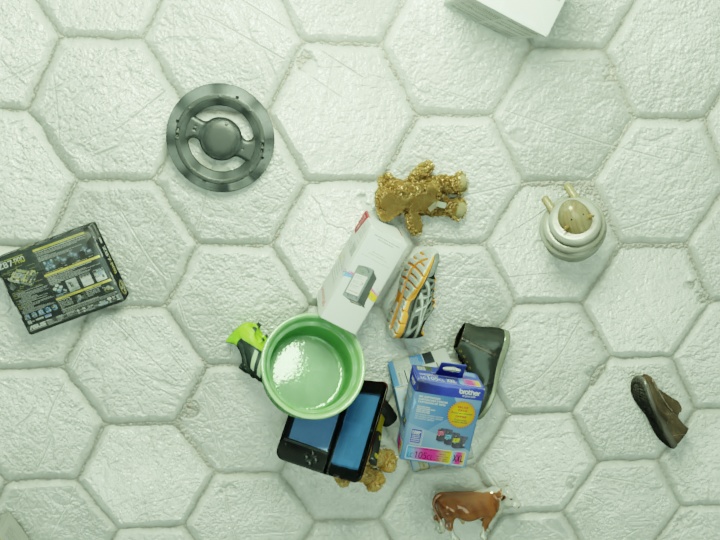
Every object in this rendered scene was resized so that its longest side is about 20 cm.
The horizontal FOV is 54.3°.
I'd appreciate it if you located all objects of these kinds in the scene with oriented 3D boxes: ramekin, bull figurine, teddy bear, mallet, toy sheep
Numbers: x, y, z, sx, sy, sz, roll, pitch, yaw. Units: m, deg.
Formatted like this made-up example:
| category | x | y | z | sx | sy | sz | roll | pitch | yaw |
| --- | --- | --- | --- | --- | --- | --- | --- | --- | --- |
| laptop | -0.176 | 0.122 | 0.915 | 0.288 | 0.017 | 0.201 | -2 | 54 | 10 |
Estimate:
| category | x | y | z | sx | sy | sz | roll | pitch | yaw |
| --- | --- | --- | --- | --- | --- | --- | --- | --- | --- |
| ramekin | -0.098 | 0.191 | 1.352 | 0.199 | 0.098 | 0.201 | 4 | 71 | -13 |
| bull figurine | 0.256 | 0.539 | 1.574 | 0.199 | 0.065 | 0.122 | 2 | 99 | -4 |
| teddy bear | 0.120 | -0.144 | 1.371 | 0.199 | 0.067 | 0.146 | -19 | 117 | -6 |
| teddy bear | -0.013 | 0.395 | 1.498 | 0.145 | 0.067 | 0.200 | -37 | 106 | 3 |
| mallet | 0.032 | 0.319 | 1.425 | 0.041 | 0.200 | 0.066 | -32 | 97 | 18 |
| toy sheep | 0.410 | -0.082 | 1.363 | 0.137 | 0.200 | 0.139 | -6 | 70 | 17 |

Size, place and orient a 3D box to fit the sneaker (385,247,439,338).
| category | x | y | z | sx | sy | sz | roll | pitch | yaw |
| --- | --- | --- | --- | --- | --- | --- | --- | --- | --- |
| sneaker | 0.119 | 0.049 | 1.421 | 0.077 | 0.078 | 0.201 | 14 | 108 | -23 |

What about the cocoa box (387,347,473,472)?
| category | x | y | z | sx | sy | sz | roll | pitch | yaw |
| --- | --- | --- | --- | --- | --- | --- | --- | --- | --- |
| cocoa box | 0.142 | 0.287 | 1.456 | 0.130 | 0.133 | 0.201 | -13 | 107 | -1 |

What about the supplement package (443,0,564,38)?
| category | x | y | z | sx | sy | sz | roll | pitch | yaw |
| --- | --- | --- | --- | --- | --- | --- | --- | --- | --- |
| supplement package | 0.258 | -0.500 | 1.200 | 0.150 | 0.200 | 0.152 | 23 | 103 | -12 |

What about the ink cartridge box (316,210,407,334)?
| category | x | y | z | sx | sy | sz | roll | pitch | yaw |
| --- | --- | --- | --- | --- | --- | --- | --- | --- | --- |
| ink cartridge box | 0.000 | 0.000 | 1.351 | 0.085 | 0.148 | 0.201 | 26 | 103 | -12 |

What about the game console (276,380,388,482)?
| category | x | y | z | sx | sy | sz | roll | pitch | yaw |
| --- | --- | --- | --- | --- | --- | --- | --- | --- | --- |
| game console | -0.058 | 0.298 | 1.398 | 0.171 | 0.119 | 0.201 | 19 | 71 | -2 |

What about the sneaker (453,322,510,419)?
| category | x | y | z | sx | sy | sz | roll | pitch | yaw |
| --- | --- | --- | --- | --- | --- | --- | --- | --- | --- |
| sneaker | 0.236 | 0.209 | 1.480 | 0.106 | 0.075 | 0.201 | 14 | 96 | -5 |

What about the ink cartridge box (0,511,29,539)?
| category | x | y | z | sx | sy | sz | roll | pitch | yaw |
| --- | --- | --- | --- | --- | --- | --- | --- | --- | --- |
| ink cartridge box | -0.778 | 0.633 | 1.436 | 0.146 | 0.200 | 0.145 | -22 | 109 | 1 |

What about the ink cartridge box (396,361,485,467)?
| category | x | y | z | sx | sy | sz | roll | pitch | yaw |
| --- | --- | --- | --- | --- | --- | --- | --- | --- | --- |
| ink cartridge box | 0.153 | 0.263 | 1.342 | 0.136 | 0.076 | 0.201 | 9 | 102 | -7 |

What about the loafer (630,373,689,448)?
| category | x | y | z | sx | sy | sz | roll | pitch | yaw |
| --- | --- | --- | --- | --- | --- | --- | --- | --- | --- |
| loafer | 0.661 | 0.298 | 1.549 | 0.071 | 0.073 | 0.201 | -35 | 112 | -6 |

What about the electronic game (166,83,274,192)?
| category | x | y | z | sx | sy | sz | roll | pitch | yaw |
| --- | --- | --- | --- | --- | --- | --- | --- | --- | --- |
| electronic game | -0.260 | -0.245 | 1.308 | 0.199 | 0.042 | 0.201 | -2 | 107 | -7 |

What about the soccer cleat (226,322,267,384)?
| category | x | y | z | sx | sy | sz | roll | pitch | yaw |
| --- | --- | --- | --- | --- | --- | --- | --- | --- | --- |
| soccer cleat | -0.194 | 0.198 | 1.426 | 0.081 | 0.068 | 0.201 | -34 | 89 | 15 |

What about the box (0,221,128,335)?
| category | x | y | z | sx | sy | sz | roll | pitch | yaw |
| --- | --- | --- | --- | --- | --- | --- | --- | --- | --- |
| box | -0.574 | 0.016 | 1.353 | 0.199 | 0.049 | 0.162 | -20 | 109 | 1 |
